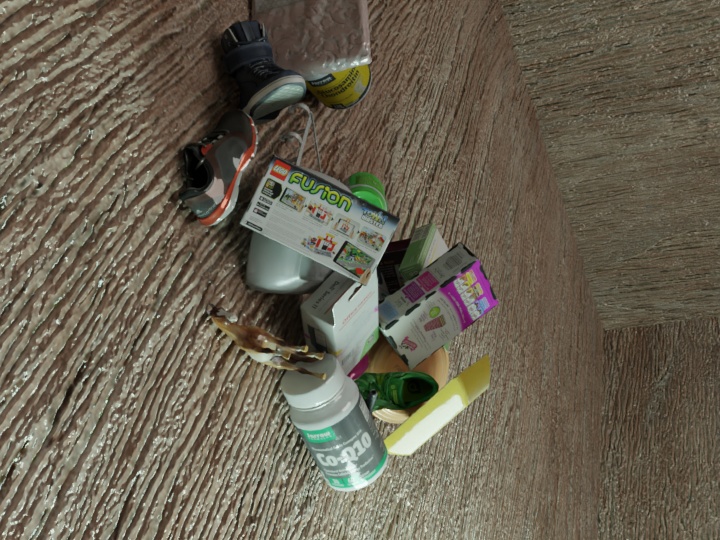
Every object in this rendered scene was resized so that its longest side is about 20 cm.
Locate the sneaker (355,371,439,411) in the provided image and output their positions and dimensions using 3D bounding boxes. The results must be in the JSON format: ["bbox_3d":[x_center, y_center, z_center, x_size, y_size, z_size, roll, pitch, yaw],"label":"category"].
[{"bbox_3d":[0.039,0.203,1.336,0.084,0.200,0.074,148,-68,-73],"label":"sneaker"}]

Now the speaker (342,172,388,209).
[{"bbox_3d":[0.003,-0.124,1.407,0.200,0.088,0.089,-90,164,-75],"label":"speaker"}]

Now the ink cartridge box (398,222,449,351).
[{"bbox_3d":[0.149,0.031,1.485,0.200,0.048,0.146,57,31,-22],"label":"ink cartridge box"}]

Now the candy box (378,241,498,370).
[{"bbox_3d":[0.128,0.063,1.361,0.061,0.200,0.136,49,-6,44],"label":"candy box"}]

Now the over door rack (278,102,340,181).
[{"bbox_3d":[-0.098,-0.154,1.312,0.200,0.067,0.148,67,28,-50],"label":"over door rack"}]

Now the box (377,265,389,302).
[{"bbox_3d":[0.000,0.000,1.397,0.119,0.041,0.200,37,26,-53],"label":"box"}]

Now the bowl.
[{"bbox_3d":[-0.078,-0.054,1.211,0.200,0.075,0.200,6,99,-60],"label":"bowl"}]

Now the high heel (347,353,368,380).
[{"bbox_3d":[-0.018,0.106,1.355,0.200,0.067,0.096,-66,148,-57],"label":"high heel"}]

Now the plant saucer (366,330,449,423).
[{"bbox_3d":[0.083,0.185,1.456,0.200,0.032,0.201,-4,98,-30],"label":"plant saucer"}]

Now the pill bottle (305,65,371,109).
[{"bbox_3d":[-0.064,-0.368,1.377,0.200,0.112,0.112,30,55,-64],"label":"pill bottle"}]

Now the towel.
[{"bbox_3d":[-0.084,-0.397,1.263,0.032,0.200,0.191,33,51,-67],"label":"towel"}]

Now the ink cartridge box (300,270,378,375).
[{"bbox_3d":[-0.030,0.070,1.231,0.117,0.067,0.200,-47,152,-32],"label":"ink cartridge box"}]

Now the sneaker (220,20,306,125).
[{"bbox_3d":[-0.146,-0.302,1.150,0.077,0.202,0.146,-13,93,-24],"label":"sneaker"}]

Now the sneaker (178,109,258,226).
[{"bbox_3d":[-0.200,-0.161,1.089,0.082,0.077,0.200,40,42,-39],"label":"sneaker"}]

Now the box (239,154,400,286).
[{"bbox_3d":[-0.056,-0.070,1.116,0.110,0.200,0.035,-63,-172,2],"label":"box"}]

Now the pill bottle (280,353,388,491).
[{"bbox_3d":[-0.041,0.233,1.221,0.200,0.113,0.113,65,29,-27],"label":"pill bottle"}]

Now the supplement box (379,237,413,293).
[{"bbox_3d":[0.080,0.046,1.539,0.086,0.110,0.200,-40,117,-62],"label":"supplement box"}]

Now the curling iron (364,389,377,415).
[{"bbox_3d":[0.013,0.256,1.308,0.026,0.050,0.200,-52,158,-41],"label":"curling iron"}]

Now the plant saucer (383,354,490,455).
[{"bbox_3d":[0.138,0.238,1.348,0.048,0.200,0.200,50,21,12],"label":"plant saucer"}]

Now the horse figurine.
[{"bbox_3d":[-0.122,0.109,1.117,0.200,0.132,0.050,41,66,-64],"label":"horse figurine"}]
